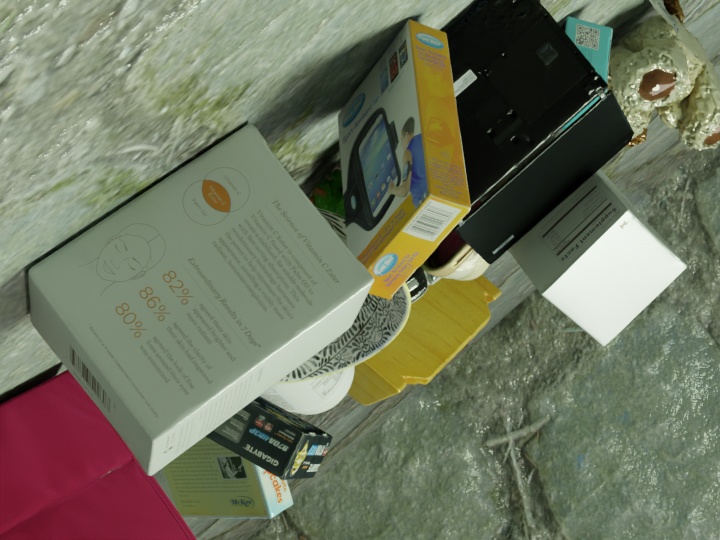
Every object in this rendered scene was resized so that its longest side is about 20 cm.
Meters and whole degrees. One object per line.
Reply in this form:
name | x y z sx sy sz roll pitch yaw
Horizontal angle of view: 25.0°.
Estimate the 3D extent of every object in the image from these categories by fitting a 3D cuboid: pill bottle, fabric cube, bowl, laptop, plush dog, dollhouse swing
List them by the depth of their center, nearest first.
fabric cube | -0.292 0.237 1.361 0.199 0.201 0.196 -28 166 -40
bowl | -0.062 0.005 1.376 0.199 0.095 0.201 -7 145 -5
laptop | 0.120 -0.123 1.389 0.177 0.200 0.103 -41 -167 5
pill bottle | -0.072 0.075 1.592 0.113 0.114 0.200 -39 159 -2
plush dog | 0.299 -0.207 1.818 0.171 0.162 0.199 -29 148 30
dollhouse swing | 0.019 0.077 1.852 0.200 0.181 0.176 -41 165 -38

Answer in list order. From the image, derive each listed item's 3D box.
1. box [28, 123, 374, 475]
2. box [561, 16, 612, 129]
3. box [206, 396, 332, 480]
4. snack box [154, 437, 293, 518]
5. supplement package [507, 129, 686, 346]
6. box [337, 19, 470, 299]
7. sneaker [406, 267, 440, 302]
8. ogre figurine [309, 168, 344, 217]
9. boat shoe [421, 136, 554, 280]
box | -0.116 0.022 1.177 0.199 0.153 0.106 -35 169 -20
box | 0.195 -0.168 1.655 0.200 0.049 0.083 120 -19 -62
box | -0.128 0.117 1.427 0.046 0.199 0.159 -62 171 -3
snack box | -0.161 0.183 1.592 0.199 0.117 0.037 -7 -166 42
supplement package | 0.194 -0.046 1.527 0.110 0.200 0.114 -45 129 11
box | 0.028 -0.094 1.235 0.041 0.201 0.119 14 138 -26
sneaker | 0.079 -0.030 1.686 0.199 0.075 0.115 -29 -172 -13
ogre figurine | 0.022 -0.068 1.448 0.120 0.098 0.200 -44 -178 -31
boat shoe | 0.111 -0.077 1.459 0.069 0.074 0.201 -7 124 -53
